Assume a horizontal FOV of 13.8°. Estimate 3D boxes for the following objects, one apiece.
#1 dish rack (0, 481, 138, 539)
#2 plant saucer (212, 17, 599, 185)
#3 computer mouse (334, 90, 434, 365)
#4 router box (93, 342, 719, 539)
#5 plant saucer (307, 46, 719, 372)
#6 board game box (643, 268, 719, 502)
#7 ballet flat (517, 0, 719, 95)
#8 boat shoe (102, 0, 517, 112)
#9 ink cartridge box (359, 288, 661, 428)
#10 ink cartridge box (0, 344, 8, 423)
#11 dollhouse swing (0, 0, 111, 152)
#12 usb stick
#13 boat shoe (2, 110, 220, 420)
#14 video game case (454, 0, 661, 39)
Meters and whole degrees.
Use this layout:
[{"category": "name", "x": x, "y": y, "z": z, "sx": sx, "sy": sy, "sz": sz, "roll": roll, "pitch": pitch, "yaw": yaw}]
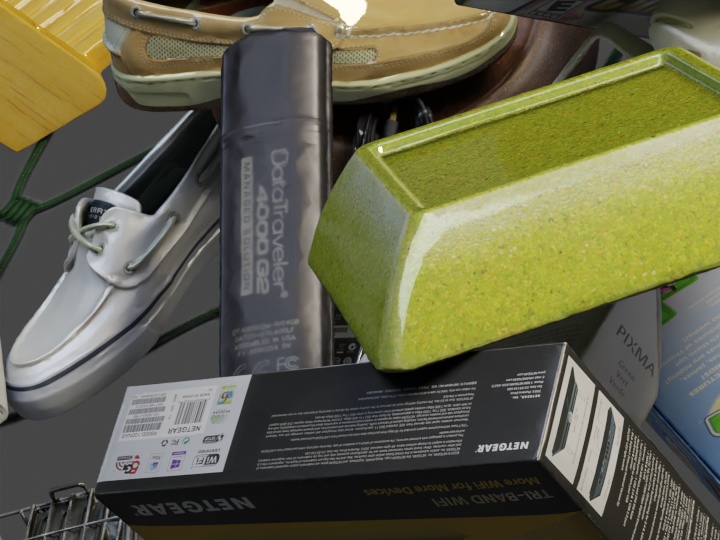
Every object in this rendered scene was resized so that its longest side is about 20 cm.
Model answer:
[{"category": "dish rack", "x": -0.185, "y": 0.171, "z": 1.313, "sx": 0.200, "sy": 0.055, "sz": 0.154, "roll": -17, "pitch": 36, "yaw": 18}, {"category": "plant saucer", "x": 0.018, "y": -0.119, "z": 1.483, "sx": 0.200, "sy": 0.035, "sz": 0.201, "roll": -6, "pitch": 55, "yaw": 8}, {"category": "computer mouse", "x": 0.000, "y": 0.000, "z": 1.381, "sx": 0.059, "sy": 0.034, "sz": 0.200, "roll": 0, "pitch": 54, "yaw": 29}, {"category": "router box", "x": 0.024, "y": 0.097, "z": 1.133, "sx": 0.200, "sy": 0.157, "sz": 0.052, "roll": -7, "pitch": 53, "yaw": 34}, {"category": "plant saucer", "x": 0.080, "y": -0.035, "z": 1.153, "sx": 0.200, "sy": 0.048, "sz": 0.200, "roll": -19, "pitch": 15, "yaw": -5}, {"category": "board game box", "x": 0.177, "y": 0.014, "z": 1.238, "sx": 0.151, "sy": 0.037, "sz": 0.200, "roll": -33, "pitch": 30, "yaw": -3}, {"category": "ballet flat", "x": 0.137, "y": -0.084, "z": 1.325, "sx": 0.200, "sy": 0.072, "sz": 0.068, "roll": -22, "pitch": 24, "yaw": 48}, {"category": "boat shoe", "x": -0.027, "y": -0.124, "z": 1.420, "sx": 0.200, "sy": 0.076, "sz": 0.072, "roll": -7, "pitch": 35, "yaw": 7}, {"category": "ink cartridge box", "x": 0.066, "y": 0.036, "z": 1.266, "sx": 0.161, "sy": 0.050, "sz": 0.200, "roll": -17, "pitch": 28, "yaw": 46}, {"category": "ink cartridge box", "x": -0.262, "y": 0.038, "z": 1.507, "sx": 0.145, "sy": 0.084, "sz": 0.200, "roll": -37, "pitch": 31, "yaw": 12}, {"category": "dollhouse swing", "x": -0.202, "y": -0.197, "z": 1.737, "sx": 0.176, "sy": 0.182, "sz": 0.200, "roll": -49, "pitch": 30, "yaw": 10}, {"category": "usb stick", "x": -0.038, "y": -0.021, "z": 1.348, "sx": 0.055, "sy": 0.033, "sz": 0.200, "roll": -9, "pitch": 62, "yaw": 15}, {"category": "boat shoe", "x": -0.119, "y": -0.014, "z": 1.496, "sx": 0.073, "sy": 0.067, "sz": 0.200, "roll": 9, "pitch": 50, "yaw": 47}, {"category": "video game case", "x": 0.170, "y": -0.145, "z": 1.294, "sx": 0.181, "sy": 0.200, "sz": 0.026, "roll": -26, "pitch": 65, "yaw": 47}]
